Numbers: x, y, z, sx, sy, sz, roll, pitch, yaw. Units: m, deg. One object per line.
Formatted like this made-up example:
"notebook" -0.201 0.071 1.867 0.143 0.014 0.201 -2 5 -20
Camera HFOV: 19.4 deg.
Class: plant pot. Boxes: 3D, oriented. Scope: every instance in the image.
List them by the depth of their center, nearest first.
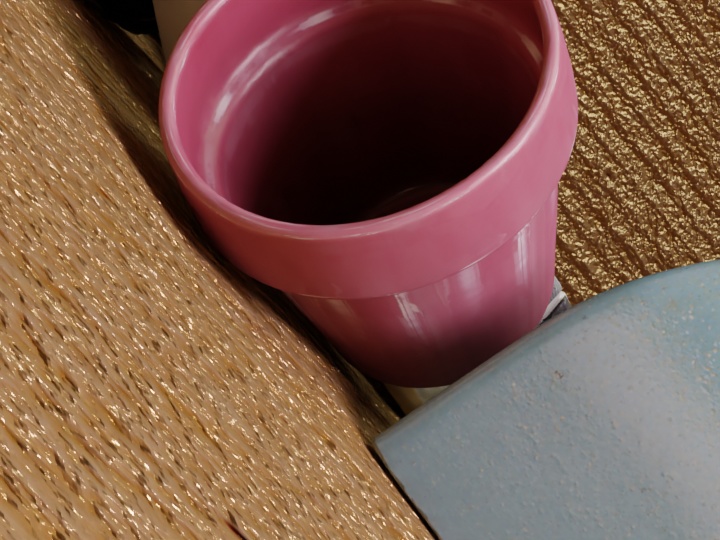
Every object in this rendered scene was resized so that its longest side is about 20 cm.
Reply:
"plant pot" 0.161 0.107 1.015 0.196 0.200 0.196 52 6 22
"plant pot" 0.019 -0.043 1.050 0.200 0.199 0.179 54 -8 40

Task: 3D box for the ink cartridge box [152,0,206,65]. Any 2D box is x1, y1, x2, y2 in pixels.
"ink cartridge box" -0.045 -0.188 1.224 0.084 0.145 0.202 -30 -109 57

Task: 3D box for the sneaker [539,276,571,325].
"sneaker" 0.064 -0.014 1.368 0.200 0.075 0.116 48 6 -19

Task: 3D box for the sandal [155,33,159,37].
"sandal" -0.141 -0.223 1.443 0.080 0.087 0.200 50 3 31

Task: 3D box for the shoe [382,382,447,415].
"shoe" -0.007 -0.005 1.188 0.200 0.053 0.070 52 6 21

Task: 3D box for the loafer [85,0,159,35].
"loafer" -0.142 -0.173 1.258 0.200 0.072 0.063 32 37 -55
